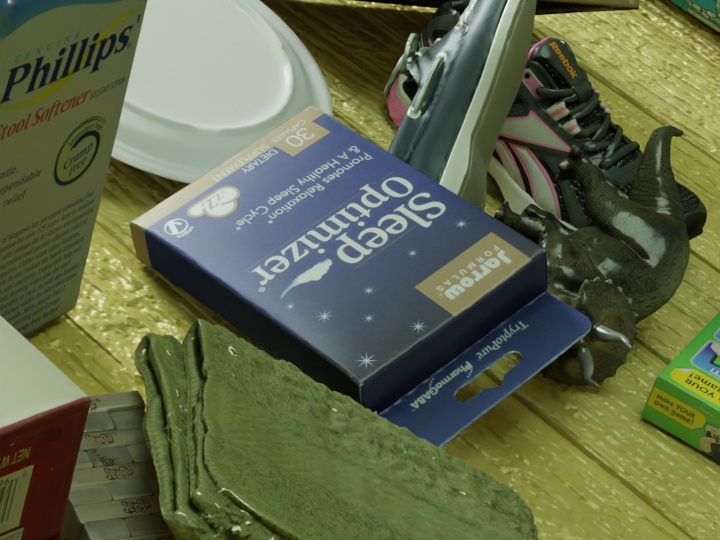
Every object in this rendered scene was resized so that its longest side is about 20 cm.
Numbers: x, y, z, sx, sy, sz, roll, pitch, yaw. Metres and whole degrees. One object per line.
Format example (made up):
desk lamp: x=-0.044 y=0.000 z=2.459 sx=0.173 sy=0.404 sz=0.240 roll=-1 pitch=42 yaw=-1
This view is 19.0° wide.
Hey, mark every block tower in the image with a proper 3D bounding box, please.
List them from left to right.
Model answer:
block tower: x=-0.077 y=0.133 z=0.821 sx=0.054 sy=0.058 sz=0.200 roll=-4 pitch=41 yaw=-30

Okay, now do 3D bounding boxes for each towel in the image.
towel: x=-0.001 y=0.101 z=0.866 sx=0.200 sy=0.037 sz=0.149 roll=28 pitch=22 yaw=-21

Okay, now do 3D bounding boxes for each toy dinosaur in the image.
toy dinosaur: x=0.122 y=-0.004 z=1.097 sx=0.102 sy=0.077 sz=0.200 roll=38 pitch=42 yaw=14

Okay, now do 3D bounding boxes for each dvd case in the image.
dvd case: x=0.043 y=-0.167 z=1.275 sx=0.199 sy=0.016 sz=0.149 roll=2 pitch=4 yaw=-22

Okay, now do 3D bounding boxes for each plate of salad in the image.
plate of salad: x=-0.110 y=-0.109 z=1.159 sx=0.199 sy=0.048 sz=0.200 roll=19 pitch=39 yaw=-16

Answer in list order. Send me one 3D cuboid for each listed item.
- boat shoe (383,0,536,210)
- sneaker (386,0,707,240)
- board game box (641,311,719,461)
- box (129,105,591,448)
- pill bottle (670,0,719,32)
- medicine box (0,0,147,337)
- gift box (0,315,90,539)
boat shoe: x=0.046 y=-0.087 z=1.119 sx=0.062 sy=0.075 sz=0.201 roll=13 pitch=75 yaw=17
sneaker: x=0.103 y=-0.081 z=1.183 sx=0.200 sy=0.087 sz=0.080 roll=31 pitch=37 yaw=18
board game box: x=0.255 y=0.084 z=1.070 sx=0.200 sy=0.029 sz=0.135 roll=30 pitch=34 yaw=18
box: x=0.000 y=0.000 z=1.014 sx=0.121 sy=0.032 sz=0.200 roll=-35 pitch=51 yaw=-27
pill bottle: x=0.254 y=-0.213 z=1.422 sx=0.200 sy=0.111 sz=0.111 roll=37 pitch=38 yaw=28
medicine box: x=-0.205 y=-0.086 z=0.943 sx=0.182 sy=0.201 sz=0.103 roll=31 pitch=35 yaw=19
gift box: x=-0.213 y=0.060 z=0.739 sx=0.187 sy=0.201 sz=0.184 roll=37 pitch=33 yaw=29
